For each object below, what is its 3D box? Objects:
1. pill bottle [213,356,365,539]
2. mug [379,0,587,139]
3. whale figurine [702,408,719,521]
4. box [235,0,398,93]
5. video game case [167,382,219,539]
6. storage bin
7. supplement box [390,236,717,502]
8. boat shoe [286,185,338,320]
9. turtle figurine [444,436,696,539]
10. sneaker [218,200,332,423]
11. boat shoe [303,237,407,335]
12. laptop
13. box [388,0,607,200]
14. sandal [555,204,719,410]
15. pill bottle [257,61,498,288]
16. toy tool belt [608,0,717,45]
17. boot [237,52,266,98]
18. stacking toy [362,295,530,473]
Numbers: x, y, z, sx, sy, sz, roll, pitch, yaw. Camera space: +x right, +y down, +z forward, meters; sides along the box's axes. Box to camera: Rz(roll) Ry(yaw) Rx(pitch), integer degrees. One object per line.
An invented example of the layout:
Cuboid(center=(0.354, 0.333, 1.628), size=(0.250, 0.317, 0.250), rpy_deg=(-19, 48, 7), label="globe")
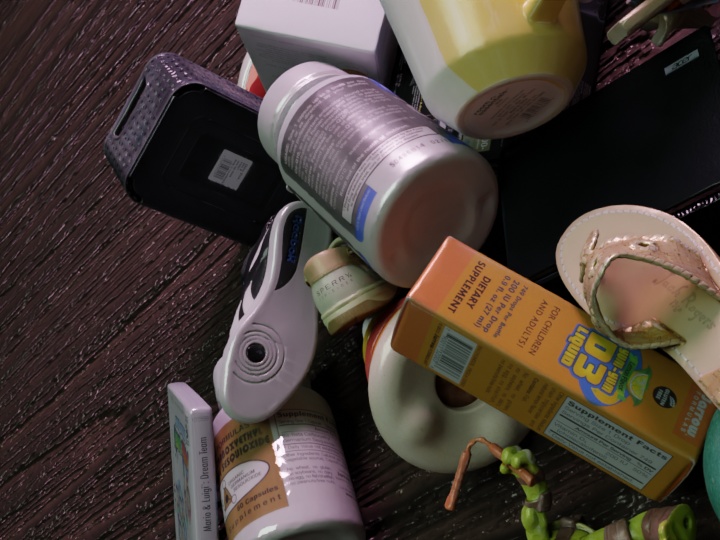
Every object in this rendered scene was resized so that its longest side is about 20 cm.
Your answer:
Cuboid(center=(-0.073, 0.165, 0.857), size=(0.114, 0.114, 0.200), rpy_deg=(-44, 44, 27), label="pill bottle")
Cuboid(center=(0.084, -0.185, 0.663), size=(0.149, 0.187, 0.153), rpy_deg=(-16, 70, 10), label="mug")
Cuboid(center=(0.264, 0.119, 0.488), size=(0.159, 0.104, 0.200), rpy_deg=(-60, 37, 10), label="whale figurine")
Cuboid(center=(-0.027, -0.214, 0.888), size=(0.124, 0.200, 0.098), rpy_deg=(13, 80, 7), label="box")
Cuboid(center=(-0.159, 0.207, 0.908), size=(0.200, 0.024, 0.182), rpy_deg=(179, 88, -73), label="video game case")
Cuboid(center=(-0.147, -0.120, 1.006), size=(0.135, 0.200, 0.094), rpy_deg=(-57, 40, 13), label="storage bin")
Cuboid(center=(0.122, 0.061, 0.614), size=(0.067, 0.200, 0.069), rpy_deg=(-53, -11, -35), label="supplement box")
Cuboid(center=(-0.036, -0.056, 0.958), size=(0.086, 0.074, 0.202), rpy_deg=(28, 104, 54), label="boat shoe")
Cuboid(center=(0.145, 0.202, 0.625), size=(0.161, 0.064, 0.200), rpy_deg=(-13, 86, 42), label="turtle figurine")
Cuboid(center=(-0.081, 0.044, 0.863), size=(0.112, 0.073, 0.200), rpy_deg=(-31, 40, 67), label="sneaker")
Cuboid(center=(0.000, 0.000, 0.802), size=(0.074, 0.200, 0.066), rpy_deg=(-30, 91, 8), label="boat shoe")
Cuboid(center=(0.198, -0.020, 0.640), size=(0.177, 0.200, 0.103), rpy_deg=(-30, 11, 39), label="laptop")
Cuboid(center=(0.109, -0.166, 0.818), size=(0.164, 0.086, 0.200), rpy_deg=(-3, 71, 49), label="box")
Cuboid(center=(0.160, 0.012, 0.524), size=(0.078, 0.070, 0.212), rpy_deg=(-56, 39, 14), label="sandal")
Cuboid(center=(0.005, -0.083, 0.746), size=(0.114, 0.114, 0.200), rpy_deg=(-58, 45, 13), label="pill bottle")
Cuboid(center=(0.199, -0.219, 0.660), size=(0.123, 0.125, 0.200), rpy_deg=(-57, 4, 20), label="toy tool belt")
Cuboid(center=(-0.053, -0.234, 1.058), size=(0.144, 0.072, 0.200), rpy_deg=(37, 98, 49), label="boot")
Cuboid(center=(0.045, 0.064, 0.775), size=(0.146, 0.146, 0.200), rpy_deg=(-67, 23, 1), label="stacking toy")
